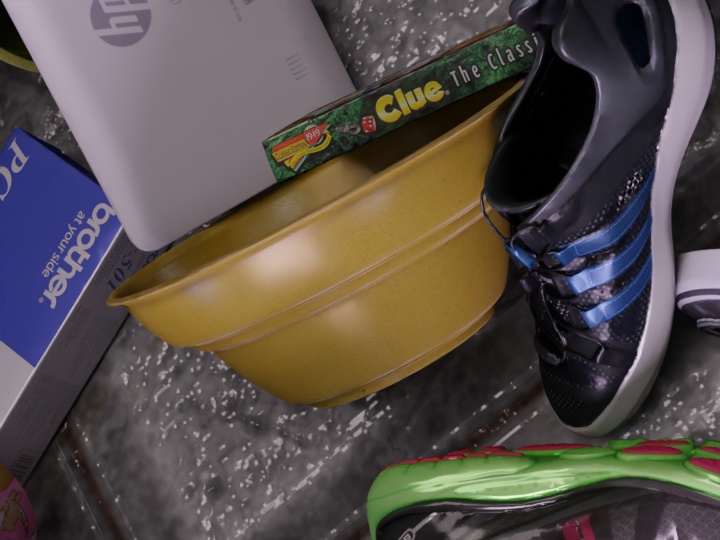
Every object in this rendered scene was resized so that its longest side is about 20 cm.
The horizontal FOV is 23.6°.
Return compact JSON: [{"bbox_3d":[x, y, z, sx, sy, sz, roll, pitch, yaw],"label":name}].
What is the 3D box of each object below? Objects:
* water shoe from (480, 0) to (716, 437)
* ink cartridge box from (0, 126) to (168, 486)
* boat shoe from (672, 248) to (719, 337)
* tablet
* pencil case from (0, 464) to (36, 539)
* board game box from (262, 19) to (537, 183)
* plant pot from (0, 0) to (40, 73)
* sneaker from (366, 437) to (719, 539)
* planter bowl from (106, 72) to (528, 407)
[{"bbox_3d":[0.077,-0.023,0.661,0.071,0.078,0.202,44,137,50],"label":"water shoe"},{"bbox_3d":[-0.184,0.039,0.858,0.094,0.044,0.201,33,91,30],"label":"ink cartridge box"},{"bbox_3d":[0.203,0.043,0.635,0.198,0.072,0.069,17,85,27],"label":"boat shoe"},{"bbox_3d":[-0.092,-0.125,0.783,0.129,0.014,0.202,-30,99,-15],"label":"tablet"},{"bbox_3d":[-0.181,0.153,0.722,0.083,0.086,0.200,-57,17,14],"label":"pencil case"},{"bbox_3d":[0.059,-0.093,0.726,0.198,0.105,0.024,-24,94,14],"label":"board game box"},{"bbox_3d":[-0.204,-0.208,0.875,0.192,0.200,0.203,12,80,42],"label":"plant pot"},{"bbox_3d":[0.097,0.110,0.676,0.198,0.076,0.085,-5,89,30],"label":"sneaker"},{"bbox_3d":[0.000,0.000,0.719,0.199,0.200,0.084,-26,98,19],"label":"planter bowl"}]
